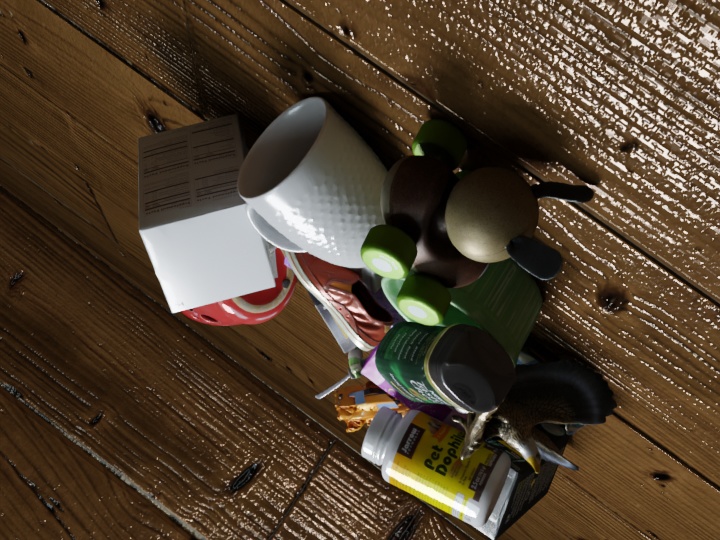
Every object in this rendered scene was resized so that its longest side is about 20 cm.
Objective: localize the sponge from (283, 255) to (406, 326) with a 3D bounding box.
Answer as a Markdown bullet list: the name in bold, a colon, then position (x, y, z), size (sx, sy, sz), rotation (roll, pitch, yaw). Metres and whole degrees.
- **sponge**: position (0.000, 0.000, 1.462), size (0.198, 0.112, 0.030), rotation (34, 147, 12)

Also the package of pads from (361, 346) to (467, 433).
- **package of pads**: position (0.108, 0.156, 1.486), size (0.198, 0.076, 0.121), rotation (35, 135, 4)

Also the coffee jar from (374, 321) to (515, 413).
- **coffee jar**: position (0.101, 0.116, 1.253), size (0.104, 0.086, 0.199), rotation (40, 164, -16)

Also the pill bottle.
- **pill bottle**: position (0.104, 0.268, 1.449), size (0.197, 0.111, 0.110), rotation (23, 161, 17)

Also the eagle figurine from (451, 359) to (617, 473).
- **eagle figurine**: position (0.219, 0.200, 1.368), size (0.197, 0.154, 0.151), rotation (-2, 174, -34)

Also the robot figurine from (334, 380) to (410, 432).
- **robot figurine**: position (0.064, 0.208, 1.617), size (0.196, 0.059, 0.145), rotation (-7, 155, 9)

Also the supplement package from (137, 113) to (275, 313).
- **supplement package**: position (-0.211, -0.080, 1.405), size (0.202, 0.148, 0.154), rotation (-105, 1, -47)

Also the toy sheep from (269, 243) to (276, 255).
- **toy sheep**: position (-0.190, -0.071, 1.622), size (0.137, 0.137, 0.203), rotation (17, 135, 50)

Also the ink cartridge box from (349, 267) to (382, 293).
- **ink cartridge box**: position (-0.038, -0.073, 1.393), size (0.198, 0.085, 0.146), rotation (31, 164, 13)

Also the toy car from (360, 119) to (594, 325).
- **toy car**: position (0.128, -0.043, 1.012), size (0.197, 0.166, 0.158), rotation (6, 148, 39)

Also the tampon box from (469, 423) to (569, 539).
- **tampon box**: position (0.217, 0.303, 1.648), size (0.148, 0.128, 0.199), rotation (28, -155, 27)

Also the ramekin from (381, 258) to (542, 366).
- **ramekin**: position (0.132, 0.032, 1.292), size (0.198, 0.098, 0.201), rotation (34, 164, 11)

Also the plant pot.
- **plant pot**: position (-0.218, 0.001, 1.785), size (0.201, 0.202, 0.181), rotation (46, 159, -31)

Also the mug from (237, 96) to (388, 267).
- **mug**: position (-0.054, -0.083, 1.238), size (0.198, 0.150, 0.175), rotation (-22, 129, 37)

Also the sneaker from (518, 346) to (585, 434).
- **sneaker**: position (0.238, 0.153, 1.438), size (0.199, 0.073, 0.072), rotation (37, -174, 0)

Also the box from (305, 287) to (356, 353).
- **box**: position (-0.064, 0.005, 1.575), size (0.202, 0.048, 0.159), rotation (62, 179, 33)

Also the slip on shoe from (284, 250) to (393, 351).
- **slip on shoe**: position (-0.030, 0.015, 1.374), size (0.201, 0.061, 0.074), rotation (50, -158, -8)

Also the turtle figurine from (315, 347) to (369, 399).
- **turtle figurine**: position (0.049, 0.127, 1.664), size (0.142, 0.205, 0.192), rotation (8, -178, -43)
